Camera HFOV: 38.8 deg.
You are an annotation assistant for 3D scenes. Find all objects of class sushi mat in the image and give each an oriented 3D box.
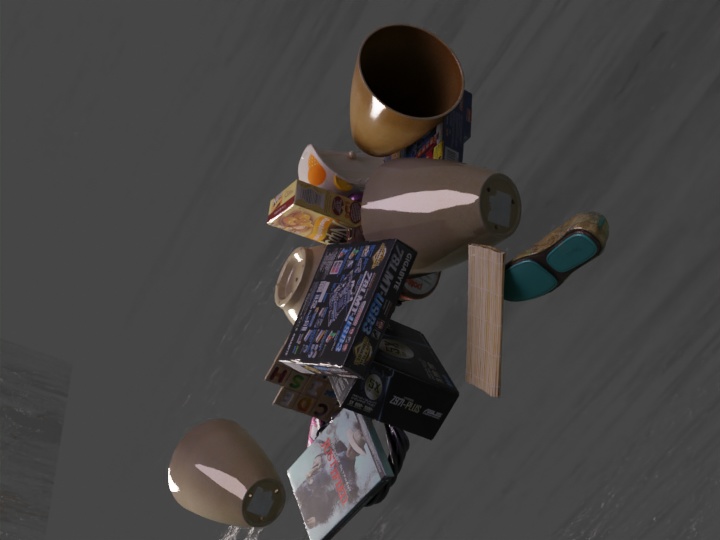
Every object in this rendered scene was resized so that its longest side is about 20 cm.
[{"bbox_3d":[0.170,0.066,1.406,0.096,0.012,0.202,-161,70,-69],"label":"sushi mat"}]

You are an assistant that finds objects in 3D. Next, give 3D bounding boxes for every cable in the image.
[{"bbox_3d":[-0.002,0.288,1.586,0.199,0.051,0.165,-25,56,41],"label":"cable"}]

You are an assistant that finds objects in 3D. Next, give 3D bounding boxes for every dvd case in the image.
[{"bbox_3d":[-0.035,0.312,1.572,0.200,0.022,0.147,-49,47,29],"label":"dvd case"}]

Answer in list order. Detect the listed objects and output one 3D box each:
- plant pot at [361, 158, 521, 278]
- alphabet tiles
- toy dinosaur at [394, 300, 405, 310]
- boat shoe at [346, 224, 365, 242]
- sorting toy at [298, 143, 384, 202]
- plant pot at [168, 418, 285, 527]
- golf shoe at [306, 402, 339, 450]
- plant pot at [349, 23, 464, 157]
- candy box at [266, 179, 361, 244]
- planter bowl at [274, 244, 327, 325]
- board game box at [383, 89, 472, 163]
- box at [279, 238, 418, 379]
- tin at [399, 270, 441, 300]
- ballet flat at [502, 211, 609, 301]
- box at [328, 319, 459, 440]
[{"bbox_3d":[0.136,-0.086,1.527,0.199,0.187,0.189,-4,64,48],"label":"plant pot"},{"bbox_3d":[-0.045,0.166,1.640,0.168,0.199,0.008,-60,26,16],"label":"alphabet tiles"},{"bbox_3d":[0.002,0.085,1.753,0.200,0.102,0.136,48,138,35],"label":"toy dinosaur"},{"bbox_3d":[0.000,0.000,1.693,0.201,0.070,0.071,-83,-12,-49],"label":"boat shoe"},{"bbox_3d":[-0.041,-0.146,1.987,0.180,0.199,0.107,-49,51,43],"label":"sorting toy"},{"bbox_3d":[-0.229,0.396,1.894,0.199,0.187,0.189,18,85,53],"label":"plant pot"},{"bbox_3d":[-0.061,0.284,1.731,0.092,0.072,0.201,-32,41,55],"label":"golf shoe"},{"bbox_3d":[0.054,-0.285,1.746,0.200,0.185,0.188,127,157,-59],"label":"plant pot"},{"bbox_3d":[-0.060,-0.098,1.917,0.115,0.199,0.056,-29,48,55],"label":"candy box"},{"bbox_3d":[-0.077,0.034,1.920,0.200,0.134,0.201,-48,29,37],"label":"planter bowl"},{"bbox_3d":[0.113,-0.197,1.808,0.200,0.061,0.201,-41,34,47],"label":"board game box"},{"bbox_3d":[-0.021,0.054,1.476,0.198,0.050,0.201,-3,61,58],"label":"box"},{"bbox_3d":[0.093,-0.049,1.650,0.042,0.112,0.202,-6,63,51],"label":"tin"},{"bbox_3d":[0.254,-0.019,1.345,0.200,0.070,0.071,-39,35,51],"label":"ballet flat"},{"bbox_3d":[0.035,0.144,1.534,0.087,0.163,0.200,-60,23,15],"label":"box"}]
